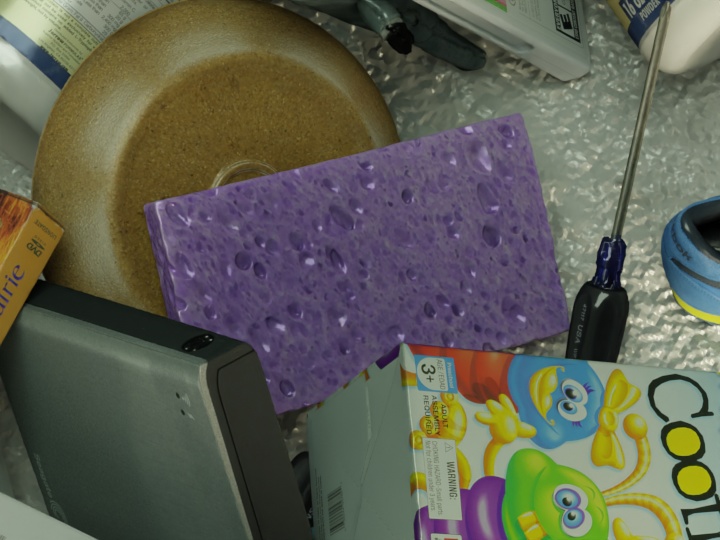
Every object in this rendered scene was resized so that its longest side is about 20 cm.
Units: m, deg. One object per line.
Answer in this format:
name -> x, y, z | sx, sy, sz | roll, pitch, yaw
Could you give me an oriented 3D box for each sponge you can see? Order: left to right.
sponge -> 0.000, 0.000, 1.131 | 0.199, 0.030, 0.112 | -15, 93, -22

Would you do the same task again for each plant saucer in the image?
plant saucer -> -0.059, -0.033, 1.143 | 0.199, 0.035, 0.202 | -2, 94, -25

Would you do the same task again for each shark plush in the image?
shark plush -> -0.006, -0.131, 1.159 | 0.091, 0.200, 0.083 | -40, 54, 3

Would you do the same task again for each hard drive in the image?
hard drive -> -0.097, 0.081, 1.068 | 0.033, 0.140, 0.200 | -28, 24, -29

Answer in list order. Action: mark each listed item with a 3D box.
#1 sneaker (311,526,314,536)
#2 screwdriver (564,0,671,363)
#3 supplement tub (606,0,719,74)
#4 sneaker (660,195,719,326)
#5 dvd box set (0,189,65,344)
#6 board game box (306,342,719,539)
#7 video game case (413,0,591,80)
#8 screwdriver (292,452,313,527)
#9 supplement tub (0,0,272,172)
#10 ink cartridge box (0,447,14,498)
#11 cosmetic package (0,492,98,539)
sneaker -> 0.033, 0.201, 1.068 | 0.095, 0.079, 0.201 | -13, 73, -22
screwdriver -> 0.126, -0.032, 1.140 | 0.028, 0.029, 0.201 | 8, 99, -11
supplement tub -> 0.154, -0.216, 1.173 | 0.144, 0.144, 0.201 | -32, 81, -6
sneaker -> 0.245, -0.011, 1.138 | 0.199, 0.079, 0.066 | -1, 67, 5
dvd box set -> -0.242, 0.041, 1.092 | 0.146, 0.029, 0.201 | 19, 74, 34
board game box -> 0.089, 0.104, 1.051 | 0.199, 0.103, 0.105 | 6, 66, -26
video game case -> 0.048, -0.213, 1.193 | 0.022, 0.182, 0.201 | -20, 64, 33
screwdriver -> 0.002, 0.064, 1.161 | 0.029, 0.028, 0.200 | 36, 68, -4
supplement tub -> -0.126, -0.153, 1.203 | 0.145, 0.145, 0.200 | 35, 77, 18
ink cartridge box -> -0.237, 0.147, 1.120 | 0.145, 0.083, 0.201 | -24, 64, 6
cosmetic package -> -0.073, 0.173, 1.000 | 0.200, 0.151, 0.052 | 16, 65, 50
